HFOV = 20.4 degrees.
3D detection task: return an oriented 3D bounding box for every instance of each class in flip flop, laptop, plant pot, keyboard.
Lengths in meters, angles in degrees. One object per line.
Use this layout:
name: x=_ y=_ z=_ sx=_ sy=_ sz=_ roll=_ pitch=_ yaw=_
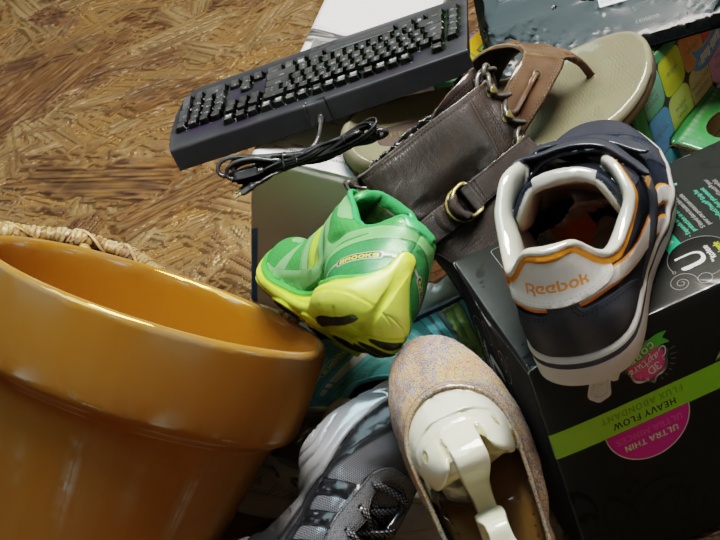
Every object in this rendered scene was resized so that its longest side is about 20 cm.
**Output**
flip flop: x=0.083 y=-0.105 z=1.203 sx=0.198 sy=0.058 sz=0.082 roll=-12 pitch=46 yaw=0
laptop: x=0.165 y=-0.198 z=1.333 sx=0.176 sy=0.103 sz=0.201 roll=-16 pitch=58 yaw=10
plant pot: x=-0.139 y=0.099 z=1.100 sx=0.198 sy=0.185 sz=0.200 roll=18 pitch=6 yaw=-2
keyboard: x=-0.026 y=-0.104 z=1.216 sx=0.198 sy=0.021 sz=0.128 roll=-18 pitch=39 yaw=15

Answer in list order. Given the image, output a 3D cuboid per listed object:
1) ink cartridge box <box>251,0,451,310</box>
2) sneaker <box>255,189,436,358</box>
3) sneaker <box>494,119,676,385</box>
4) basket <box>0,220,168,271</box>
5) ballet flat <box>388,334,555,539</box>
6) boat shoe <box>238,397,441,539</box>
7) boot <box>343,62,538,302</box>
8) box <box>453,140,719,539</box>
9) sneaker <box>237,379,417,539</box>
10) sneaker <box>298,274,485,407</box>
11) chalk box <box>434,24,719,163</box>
ink cartridge box: x=-0.005 y=-0.086 z=1.330 sx=0.083 sy=0.145 sz=0.201 roll=14 pitch=50 yaw=9
sneaker: x=0.000 y=0.000 z=1.119 sx=0.084 sy=0.074 sz=0.200 roll=-56 pitch=17 yaw=-7
sneaker: x=0.113 y=-0.035 z=0.994 sx=0.078 sy=0.080 sz=0.201 roll=-12 pitch=32 yaw=16
basket: x=-0.178 y=0.038 z=1.286 sx=0.142 sy=0.150 sz=0.200 roll=-25 pitch=30 yaw=-5
ballet flat: x=0.065 y=0.116 z=0.986 sx=0.068 sy=0.067 sz=0.201 roll=-24 pitch=72 yaw=0
boat shoe: x=-0.005 y=0.108 z=1.145 sx=0.198 sy=0.070 sz=0.071 roll=0 pitch=36 yaw=31
boot: x=0.111 y=-0.043 z=1.153 sx=0.199 sy=0.175 sz=0.069 roll=-33 pitch=2 yaw=-6
box: x=0.174 y=0.039 z=1.062 sx=0.199 sy=0.149 sz=0.124 roll=-25 pitch=32 yaw=-5
sneaker: x=-0.003 y=0.154 z=1.042 sx=0.200 sy=0.075 sz=0.114 roll=-47 pitch=40 yaw=3
sneaker: x=0.059 y=0.050 z=1.214 sx=0.198 sy=0.078 sz=0.080 roll=-16 pitch=59 yaw=4
chalk box: x=0.171 y=-0.106 z=1.316 sx=0.199 sy=0.125 sz=0.125 roll=6 pitch=40 yaw=38
